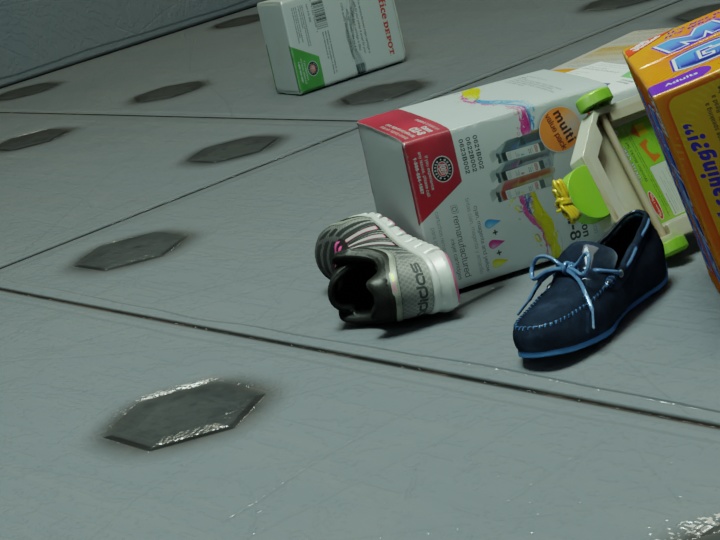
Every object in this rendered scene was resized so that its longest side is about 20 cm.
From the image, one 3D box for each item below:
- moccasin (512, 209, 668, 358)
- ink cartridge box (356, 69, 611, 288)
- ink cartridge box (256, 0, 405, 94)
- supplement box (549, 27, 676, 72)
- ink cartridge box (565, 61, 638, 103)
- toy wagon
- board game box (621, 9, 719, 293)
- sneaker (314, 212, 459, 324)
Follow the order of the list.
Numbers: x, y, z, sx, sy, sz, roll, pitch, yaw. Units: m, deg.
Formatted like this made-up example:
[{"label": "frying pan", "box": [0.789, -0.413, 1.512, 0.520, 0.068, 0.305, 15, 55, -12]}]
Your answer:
[{"label": "moccasin", "box": [0.172, 0.007, 1.312, 0.080, 0.068, 0.200, -2, 20, 33]}, {"label": "ink cartridge box", "box": [0.123, -0.085, 1.521, 0.200, 0.146, 0.145, -18, 16, -13]}, {"label": "ink cartridge box", "box": [-0.044, -0.370, 2.606, 0.200, 0.147, 0.083, -20, 17, -28]}, {"label": "supplement box", "box": [0.325, -0.226, 1.970, 0.126, 0.074, 0.200, 3, 23, 44]}, {"label": "ink cartridge box", "box": [0.224, -0.152, 1.777, 0.200, 0.088, 0.145, -21, 19, -21]}, {"label": "toy wagon", "box": [0.237, -0.085, 1.431, 0.200, 0.155, 0.040, -22, -9, -27]}, {"label": "board game box", "box": [0.331, -0.097, 1.244, 0.200, 0.200, 0.200, -22, 15, 8]}, {"label": "sneaker", "box": [0.000, 0.000, 1.455, 0.087, 0.074, 0.200, -14, 20, -27]}]
